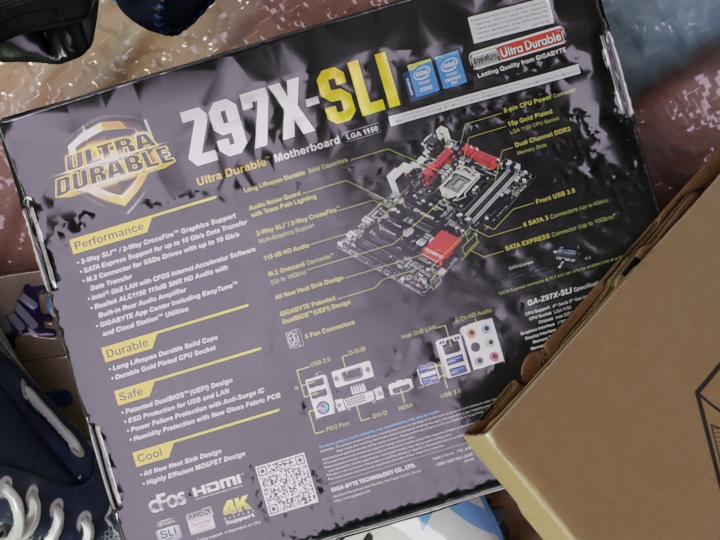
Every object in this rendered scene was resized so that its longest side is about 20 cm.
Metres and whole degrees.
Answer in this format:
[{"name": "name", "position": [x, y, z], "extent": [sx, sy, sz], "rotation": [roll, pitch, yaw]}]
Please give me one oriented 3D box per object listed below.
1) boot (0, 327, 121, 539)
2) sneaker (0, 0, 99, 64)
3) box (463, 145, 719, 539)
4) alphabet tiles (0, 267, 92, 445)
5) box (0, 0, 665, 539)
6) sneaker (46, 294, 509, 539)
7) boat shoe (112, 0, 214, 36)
[{"name": "boot", "position": [-0.125, 0.083, 1.022], "extent": [0.073, 0.090, 0.200], "rotation": [-34, 108, 13]}, {"name": "sneaker", "position": [-0.114, -0.114, 0.957], "extent": [0.090, 0.201, 0.066], "rotation": [45, 143, -20]}, {"name": "box", "position": [0.145, 0.070, 0.939], "extent": [0.200, 0.021, 0.164], "rotation": [50, 65, -13]}, {"name": "alphabet tiles", "position": [-0.196, 0.060, 1.066], "extent": [0.198, 0.006, 0.168], "rotation": [-9, 112, 4]}, {"name": "box", "position": [0.000, 0.000, 0.957], "extent": [0.199, 0.049, 0.161], "rotation": [-17, 91, 0]}, {"name": "sneaker", "position": [-0.027, 0.057, 1.014], "extent": [0.200, 0.072, 0.072], "rotation": [44, 141, 5]}, {"name": "boat shoe", "position": [-0.011, -0.152, 0.959], "extent": [0.069, 0.084, 0.200], "rotation": [39, 111, 9]}]
